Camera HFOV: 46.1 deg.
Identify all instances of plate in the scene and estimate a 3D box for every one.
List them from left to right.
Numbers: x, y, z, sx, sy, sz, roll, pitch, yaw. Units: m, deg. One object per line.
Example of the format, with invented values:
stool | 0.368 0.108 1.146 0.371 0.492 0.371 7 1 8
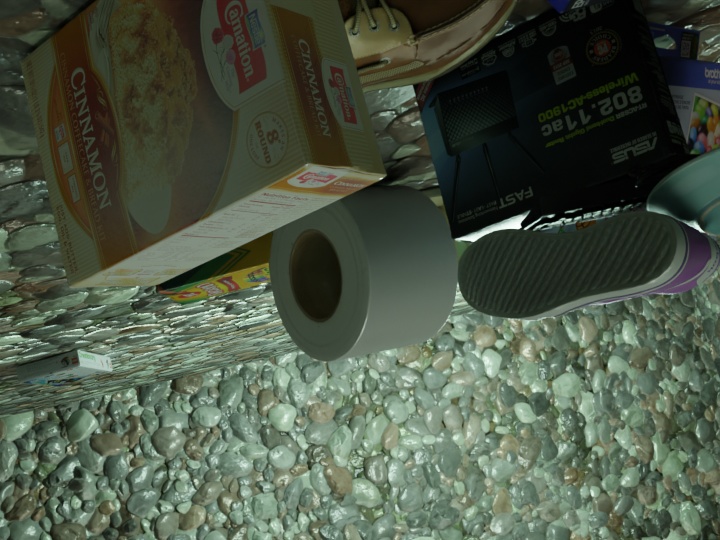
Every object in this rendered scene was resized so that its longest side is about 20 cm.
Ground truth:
plate | 0.309 -0.059 0.603 0.199 0.026 0.200 -6 163 -2

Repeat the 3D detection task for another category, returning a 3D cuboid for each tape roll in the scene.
tape roll | 0.000 0.000 1.018 0.139 0.204 0.202 -7 168 -39

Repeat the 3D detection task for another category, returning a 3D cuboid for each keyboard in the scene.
keyboard | 0.231 -0.063 0.652 0.199 0.021 0.127 -12 168 -6

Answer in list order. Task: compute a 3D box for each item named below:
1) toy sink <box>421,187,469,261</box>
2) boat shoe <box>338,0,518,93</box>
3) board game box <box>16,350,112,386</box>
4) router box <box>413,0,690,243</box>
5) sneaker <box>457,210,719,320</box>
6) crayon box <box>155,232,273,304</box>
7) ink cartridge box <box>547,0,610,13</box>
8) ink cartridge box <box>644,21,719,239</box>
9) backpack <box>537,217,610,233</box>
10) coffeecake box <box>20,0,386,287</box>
toy sink | 0.157 -0.054 1.209 0.199 0.113 0.130 -10 169 -25
boat shoe | 0.004 -0.155 0.541 0.199 0.076 0.074 -21 165 29
board game box | -0.604 0.203 1.739 0.126 0.035 0.200 -15 170 -1
router box | 0.152 -0.124 0.702 0.199 0.151 0.062 -21 167 32
sneaker | 0.180 0.003 0.668 0.200 0.073 0.114 -6 173 45
crayon box | -0.172 -0.008 1.160 0.199 0.051 0.127 -15 170 1
ink cartridge box | 0.194 -0.220 0.558 0.199 0.039 0.099 -14 171 -4
ink cartridge box | 0.288 -0.124 0.774 0.119 0.201 0.042 -6 -172 -38
backpack | 0.224 -0.094 0.864 0.153 0.191 0.200 11 157 -32
coffeecake box | -0.100 -0.092 0.496 0.199 0.154 0.073 -22 168 33
